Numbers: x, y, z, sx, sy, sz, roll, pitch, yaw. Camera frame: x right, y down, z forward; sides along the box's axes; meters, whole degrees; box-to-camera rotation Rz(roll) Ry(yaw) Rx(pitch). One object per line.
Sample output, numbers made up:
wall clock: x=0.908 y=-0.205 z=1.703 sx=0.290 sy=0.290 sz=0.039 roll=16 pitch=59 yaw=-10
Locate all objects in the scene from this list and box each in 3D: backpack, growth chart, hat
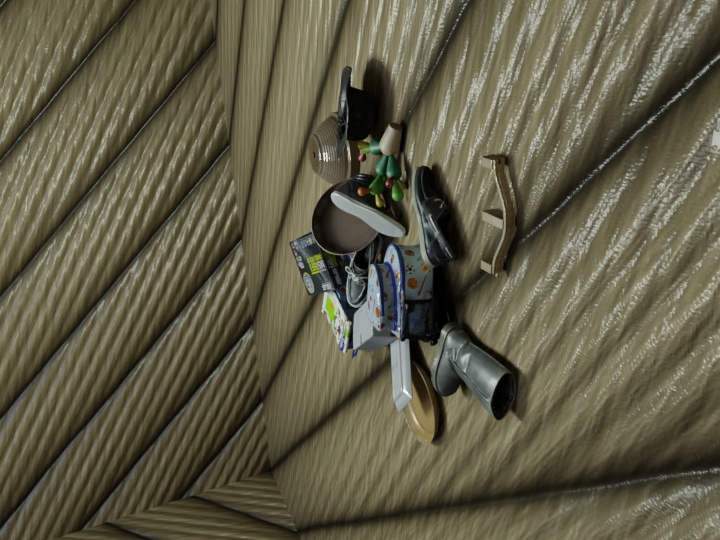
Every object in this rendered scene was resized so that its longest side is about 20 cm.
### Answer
backpack: x=0.089 y=0.040 z=1.352 sx=0.200 sy=0.151 sz=0.195 roll=-151 pitch=67 yaw=-72
growth chart: x=-0.068 y=0.134 z=1.815 sx=0.201 sy=0.017 sz=0.147 roll=-122 pitch=29 yaw=-45
hat: x=-0.008 y=-0.357 z=1.483 sx=0.201 sy=0.079 sz=0.205 roll=-176 pitch=90 yaw=-82

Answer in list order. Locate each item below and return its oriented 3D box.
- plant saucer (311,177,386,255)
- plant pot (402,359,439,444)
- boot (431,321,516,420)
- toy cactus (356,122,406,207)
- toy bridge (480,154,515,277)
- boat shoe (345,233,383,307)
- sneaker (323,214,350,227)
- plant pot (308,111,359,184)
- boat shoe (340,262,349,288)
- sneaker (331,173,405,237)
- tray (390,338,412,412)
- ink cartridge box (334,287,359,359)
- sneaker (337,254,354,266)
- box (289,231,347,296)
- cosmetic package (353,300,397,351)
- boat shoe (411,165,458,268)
plant saucer: x=-0.025 y=-0.126 z=1.566 sx=0.034 sy=0.198 sz=0.203 roll=44 pitch=-160 yaw=-59
plant pot: x=0.139 y=0.306 z=1.536 sx=0.200 sy=0.027 sz=0.204 roll=167 pitch=90 yaw=-71
boot: x=0.214 y=0.213 z=1.230 sx=0.200 sy=0.071 sz=0.185 roll=42 pitch=141 yaw=49
toy cactus: x=0.045 y=-0.244 z=1.419 sx=0.202 sy=0.100 sz=0.167 roll=-109 pitch=29 yaw=-45
toy bridge: x=0.227 y=-0.084 z=1.068 sx=0.067 sy=0.027 sz=0.204 roll=-143 pitch=45 yaw=-60
boat shoe: x=0.002 y=0.001 z=1.599 sx=0.073 sy=0.068 sz=0.202 roll=28 pitch=111 yaw=19
sneaker: x=-0.052 y=-0.141 z=1.666 sx=0.081 sy=0.114 sz=0.199 roll=65 pitch=168 yaw=-25
plant pot: x=-0.080 y=-0.312 z=1.713 sx=0.200 sy=0.091 sz=0.205 roll=169 pitch=90 yaw=-70
boat shoe: x=-0.049 y=-0.039 z=1.793 sx=0.068 sy=0.071 sz=0.203 roll=49 pitch=-157 yaw=-58
sneaker: x=0.037 y=-0.158 z=1.492 sx=0.198 sy=0.100 sz=0.071 roll=31 pitch=156 yaw=19
tray: x=0.093 y=0.221 z=1.535 sx=0.108 sy=0.022 sz=0.203 roll=115 pitch=157 yaw=-59
ink cartridge box: x=-0.027 y=0.143 z=1.844 sx=0.137 sy=0.075 sz=0.203 roll=130 pitch=125 yaw=-66
sneaker: x=0.007 y=-0.008 z=1.682 sx=0.075 sy=0.078 sz=0.202 roll=-32 pitch=79 yaw=26
box: x=-0.116 y=-0.021 z=1.740 sx=0.199 sy=0.044 sz=0.163 roll=-14 pitch=96 yaw=65
cosmetic package: x=0.036 y=0.135 z=1.616 sx=0.200 sy=0.073 sz=0.104 roll=123 pitch=149 yaw=-69
boat shoe: x=0.146 y=-0.110 z=1.256 sx=0.067 sy=0.071 sz=0.204 roll=-18 pitch=74 yaw=34
